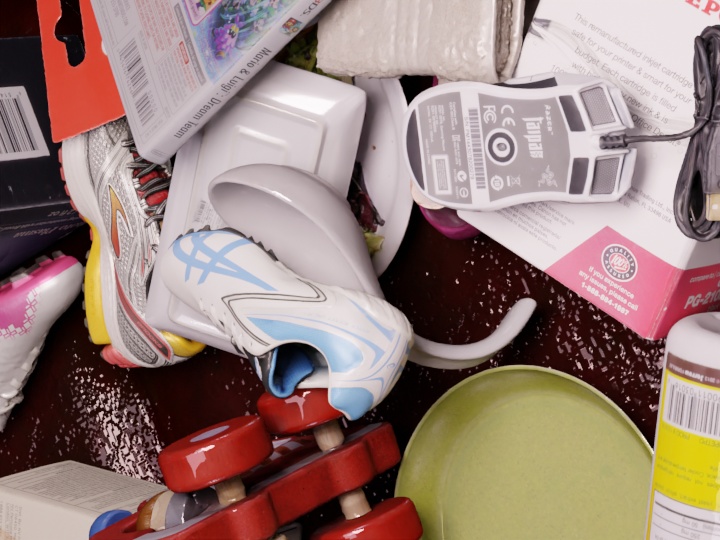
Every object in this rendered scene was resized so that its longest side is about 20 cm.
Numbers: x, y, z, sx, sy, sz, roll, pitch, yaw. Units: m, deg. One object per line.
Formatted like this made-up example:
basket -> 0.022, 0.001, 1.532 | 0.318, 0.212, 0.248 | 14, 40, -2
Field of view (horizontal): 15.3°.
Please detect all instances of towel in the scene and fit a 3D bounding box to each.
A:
towel -> 0.036, -0.204, 1.480 | 0.132, 0.034, 0.201 | 6, 92, 40

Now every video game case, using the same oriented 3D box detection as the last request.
video game case -> -0.088, -0.191, 1.547 | 0.182, 0.024, 0.201 | -42, 49, 27

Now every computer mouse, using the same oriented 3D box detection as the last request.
computer mouse -> 0.113, -0.072, 1.409 | 0.199, 0.044, 0.110 | 2, 104, 33

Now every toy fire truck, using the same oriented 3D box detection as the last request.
toy fire truck -> -0.073, 0.139, 1.567 | 0.167, 0.200, 0.113 | -16, 98, 48

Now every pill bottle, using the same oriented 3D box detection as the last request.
pill bottle -> 0.207, 0.129, 1.425 | 0.109, 0.109, 0.201 | 13, 103, 35

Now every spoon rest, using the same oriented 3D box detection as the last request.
spoon rest -> 0.000, 0.000, 1.532 | 0.199, 0.099, 0.061 | 27, 70, -3

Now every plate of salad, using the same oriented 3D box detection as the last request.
plate of salad -> -0.048, -0.074, 1.620 | 0.199, 0.048, 0.201 | 11, 107, 39

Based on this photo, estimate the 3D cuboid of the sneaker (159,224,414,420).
sneaker -> -0.054, 0.028, 1.522 | 0.199, 0.072, 0.073 | 21, 69, 45

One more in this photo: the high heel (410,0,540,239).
high heel -> 0.076, -0.118, 1.543 | 0.067, 0.096, 0.201 | 21, 86, 18

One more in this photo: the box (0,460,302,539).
box -> -0.142, 0.184, 1.704 | 0.199, 0.095, 0.078 | 12, 104, 37

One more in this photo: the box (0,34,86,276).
box -> -0.289, -0.053, 1.720 | 0.198, 0.199, 0.124 | -28, 79, 37

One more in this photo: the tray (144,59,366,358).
tray -> -0.066, -0.032, 1.591 | 0.107, 0.022, 0.201 | 18, 120, 8

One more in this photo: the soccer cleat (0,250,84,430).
soccer cleat -> -0.240, 0.056, 1.787 | 0.200, 0.070, 0.087 | -29, 94, 38

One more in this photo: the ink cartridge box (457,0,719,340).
ink cartridge box -> 0.159, -0.087, 1.451 | 0.144, 0.084, 0.201 | 34, 115, 29

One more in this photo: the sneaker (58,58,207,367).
sneaker -> -0.130, -0.037, 1.678 | 0.082, 0.078, 0.201 | 3, 108, 42

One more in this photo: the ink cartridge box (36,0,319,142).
ink cartridge box -> -0.125, -0.187, 1.620 | 0.199, 0.047, 0.161 | -22, 60, 23

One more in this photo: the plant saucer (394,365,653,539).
plant saucer -> 0.107, 0.153, 1.551 | 0.199, 0.031, 0.201 | 5, 99, 37
